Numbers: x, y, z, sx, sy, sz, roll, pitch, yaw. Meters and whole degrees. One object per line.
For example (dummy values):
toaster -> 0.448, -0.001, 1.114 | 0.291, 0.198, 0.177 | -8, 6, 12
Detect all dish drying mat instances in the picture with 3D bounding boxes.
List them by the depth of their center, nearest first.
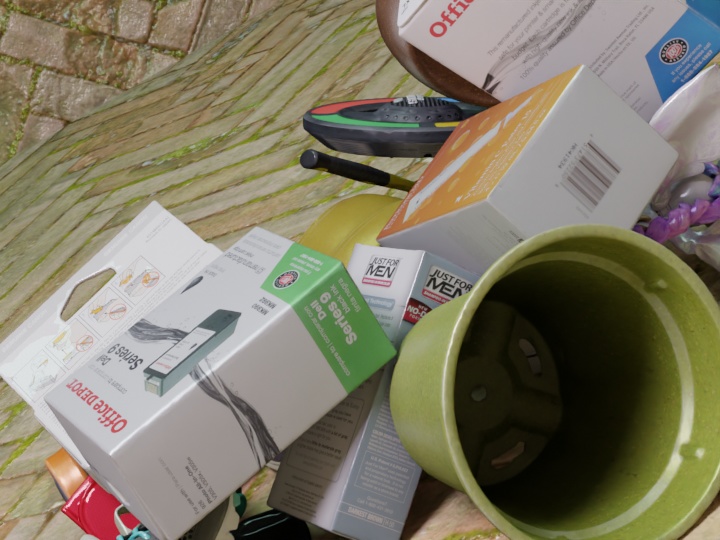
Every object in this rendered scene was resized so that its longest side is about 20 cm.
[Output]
dish drying mat -> -0.143, 0.140, 1.358 | 0.200, 0.077, 0.018 | -48, 2, -15

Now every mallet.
mallet -> 0.017, -0.073, 1.420 | 0.199, 0.042, 0.066 | 10, -13, -41

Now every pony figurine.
pony figurine -> 0.246, -0.047, 1.278 | 0.192, 0.167, 0.200 | -32, 3, 9

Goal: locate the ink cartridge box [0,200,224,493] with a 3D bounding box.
ink cartridge box -> -0.182, 0.057, 1.378 | 0.200, 0.045, 0.176 | -44, 46, -11

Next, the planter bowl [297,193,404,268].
planter bowl -> 0.000, 0.000, 1.387 | 0.200, 0.201, 0.083 | -37, 64, -25

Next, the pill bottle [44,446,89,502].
pill bottle -> -0.162, 0.133, 1.419 | 0.199, 0.107, 0.106 | -33, 19, -15

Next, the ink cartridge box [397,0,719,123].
ink cartridge box -> 0.146, -0.192, 1.244 | 0.145, 0.199, 0.085 | -46, 25, 33

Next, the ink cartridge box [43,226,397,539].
ink cartridge box -> -0.097, 0.072, 1.155 | 0.200, 0.084, 0.146 | -39, 26, -16

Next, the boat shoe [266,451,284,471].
boat shoe -> -0.013, 0.111, 1.326 | 0.199, 0.065, 0.072 | -11, 29, 45

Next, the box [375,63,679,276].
box -> 0.114, -0.050, 1.216 | 0.125, 0.097, 0.200 | -54, 13, -19

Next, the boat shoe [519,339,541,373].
boat shoe -> 0.086, 0.050, 1.336 | 0.199, 0.070, 0.071 | -15, 23, 34

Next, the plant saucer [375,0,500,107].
plant saucer -> 0.109, -0.192, 1.342 | 0.199, 0.201, 0.037 | -19, 45, 26

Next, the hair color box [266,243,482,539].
hair color box -> 0.010, 0.086, 1.204 | 0.099, 0.060, 0.202 | 7, 77, 59

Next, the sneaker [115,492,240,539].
sneaker -> -0.155, 0.207, 1.146 | 0.201, 0.091, 0.077 | -59, 18, -18

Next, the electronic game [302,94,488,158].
electronic game -> 0.050, -0.127, 1.440 | 0.198, 0.042, 0.200 | -1, 13, 0

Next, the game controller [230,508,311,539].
game controller -> -0.078, 0.226, 1.181 | 0.103, 0.043, 0.200 | -14, 19, -3

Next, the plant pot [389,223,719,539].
plant pot -> 0.109, 0.078, 1.086 | 0.200, 0.201, 0.184 | -34, 8, -18

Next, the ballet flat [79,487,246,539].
ballet flat -> -0.172, 0.212, 1.275 | 0.074, 0.075, 0.200 | -7, 22, 47
